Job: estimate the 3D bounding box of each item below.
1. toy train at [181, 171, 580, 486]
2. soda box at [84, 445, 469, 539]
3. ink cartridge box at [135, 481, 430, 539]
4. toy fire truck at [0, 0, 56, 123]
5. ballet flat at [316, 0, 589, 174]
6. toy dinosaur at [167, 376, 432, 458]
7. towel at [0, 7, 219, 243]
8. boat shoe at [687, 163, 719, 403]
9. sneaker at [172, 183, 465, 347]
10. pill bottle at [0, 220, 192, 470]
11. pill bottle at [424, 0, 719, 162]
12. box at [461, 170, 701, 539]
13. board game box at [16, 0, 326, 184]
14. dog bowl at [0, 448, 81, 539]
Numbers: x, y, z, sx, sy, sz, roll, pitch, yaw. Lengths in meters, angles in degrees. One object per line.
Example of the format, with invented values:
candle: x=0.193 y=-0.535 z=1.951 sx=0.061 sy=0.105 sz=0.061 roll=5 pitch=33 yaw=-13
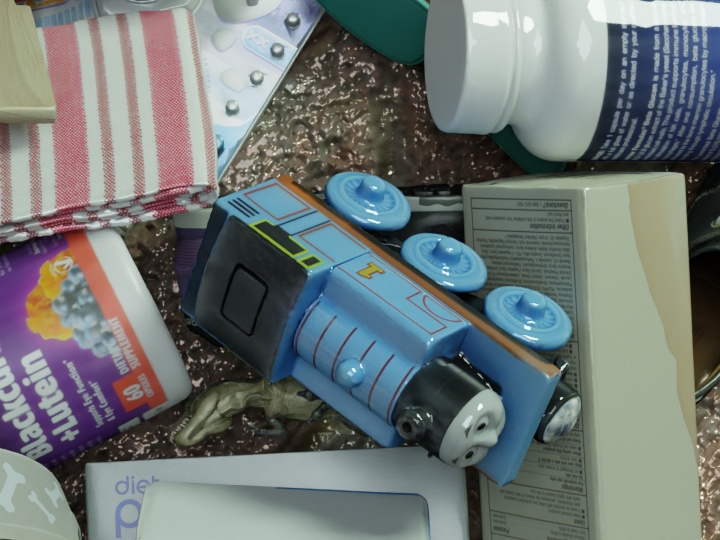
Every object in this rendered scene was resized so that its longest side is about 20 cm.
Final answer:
toy train: x=0.012 y=0.028 z=1.061 sx=0.200 sy=0.087 sz=0.114 roll=37 pitch=36 yaw=24
soda box: x=-0.043 y=0.131 z=1.145 sx=0.199 sy=0.063 sz=0.069 roll=-2 pitch=80 yaw=-2
ink cartridge box: x=-0.042 y=0.216 z=1.081 sx=0.144 sy=0.085 sz=0.201 roll=3 pitch=106 yaw=-2
toy fire truck: x=-0.145 y=-0.176 z=1.151 sx=0.175 sy=0.129 sz=0.201 roll=0 pitch=91 yaw=-3
ballet flat: x=0.055 y=-0.132 z=1.200 sx=0.200 sy=0.068 sz=0.075 roll=38 pitch=56 yaw=-3
toy dinosaur: x=0.001 y=0.068 z=1.131 sx=0.199 sy=0.088 sz=0.048 roll=-2 pitch=96 yaw=-10
towel: x=-0.175 y=-0.070 z=1.139 sx=0.199 sy=0.030 sz=0.147 roll=-10 pitch=48 yaw=-1
boat shoe: x=0.205 y=-0.008 z=1.178 sx=0.072 sy=0.068 sz=0.201 roll=31 pitch=78 yaw=3
sneaker: x=0.000 y=0.000 z=1.177 sx=0.199 sy=0.076 sz=0.088 roll=-3 pitch=95 yaw=1
pill bottle: x=-0.197 y=0.060 z=1.128 sx=0.199 sy=0.111 sz=0.112 roll=-28 pitch=82 yaw=-6
pill bottle: x=0.138 y=-0.111 z=1.121 sx=0.199 sy=0.111 sz=0.112 roll=-1 pitch=80 yaw=-14
box: x=0.114 y=0.052 z=1.114 sx=0.077 sy=0.095 sz=0.201 roll=-9 pitch=100 yaw=-39
board game box: x=-0.122 y=-0.170 z=1.215 sx=0.199 sy=0.026 sz=0.201 roll=31 pitch=81 yaw=4
dog bowl: x=-0.230 y=0.149 z=1.075 sx=0.199 sy=0.200 sz=0.059 roll=-14 pitch=63 yaw=-4
